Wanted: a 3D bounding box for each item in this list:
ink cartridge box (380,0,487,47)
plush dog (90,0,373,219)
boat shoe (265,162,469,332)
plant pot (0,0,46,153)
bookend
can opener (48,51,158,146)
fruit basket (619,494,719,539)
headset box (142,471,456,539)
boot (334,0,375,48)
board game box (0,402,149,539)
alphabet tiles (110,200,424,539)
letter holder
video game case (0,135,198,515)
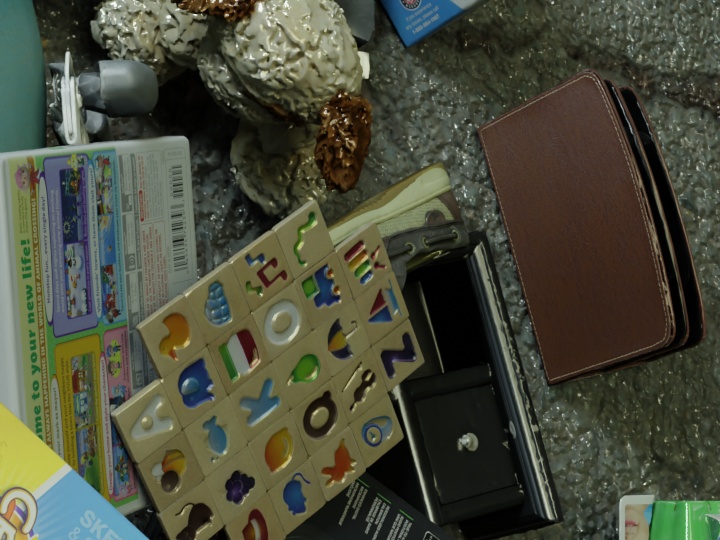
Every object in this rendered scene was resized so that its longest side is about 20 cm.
[{"bbox_3d":[0.048,-0.284,1.296,0.083,0.145,0.201,-33,94,-37],"label":"ink cartridge box"},{"bbox_3d":[-0.051,-0.137,1.133,0.161,0.172,0.200,-46,106,-2],"label":"plush dog"},{"bbox_3d":[0.000,0.000,1.097,0.200,0.072,0.066,-36,89,-42],"label":"boat shoe"},{"bbox_3d":[-0.258,-0.090,0.994,0.199,0.199,0.190,-27,105,-38],"label":"plant pot"},{"bbox_3d":[0.007,0.091,1.175,0.199,0.092,0.201,-8,80,-36],"label":"bookend"},{"bbox_3d":[-0.144,-0.071,1.056,0.066,0.200,0.054,-6,75,-2],"label":"can opener"},{"bbox_3d":[0.258,0.261,1.298,0.184,0.093,0.202,6,75,-34],"label":"fruit basket"},{"bbox_3d":[-0.039,0.210,1.102,0.200,0.093,0.175,39,57,-19],"label":"headset box"},{"bbox_3d":[-0.071,-0.254,1.250,0.199,0.065,0.166,21,72,-25],"label":"boot"},{"bbox_3d":[-0.200,0.135,0.837,0.200,0.040,0.154,46,59,-22],"label":"board game box"},{"bbox_3d":[-0.047,0.065,1.029,0.200,0.006,0.168,-37,121,-29],"label":"alphabet tiles"},{"bbox_3d":[0.188,-0.036,1.314,0.100,0.142,0.202,-9,80,-37],"label":"letter holder"},{"bbox_3d":[-0.140,0.033,0.972,0.182,0.022,0.202,-16,104,-63],"label":"video game case"}]
